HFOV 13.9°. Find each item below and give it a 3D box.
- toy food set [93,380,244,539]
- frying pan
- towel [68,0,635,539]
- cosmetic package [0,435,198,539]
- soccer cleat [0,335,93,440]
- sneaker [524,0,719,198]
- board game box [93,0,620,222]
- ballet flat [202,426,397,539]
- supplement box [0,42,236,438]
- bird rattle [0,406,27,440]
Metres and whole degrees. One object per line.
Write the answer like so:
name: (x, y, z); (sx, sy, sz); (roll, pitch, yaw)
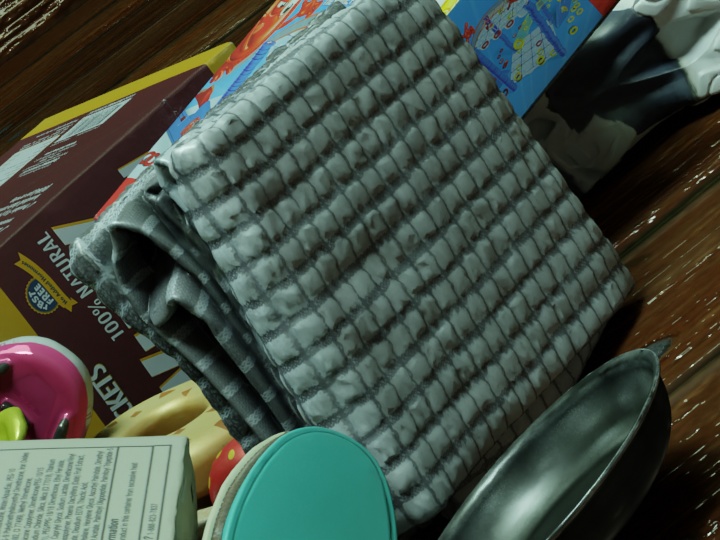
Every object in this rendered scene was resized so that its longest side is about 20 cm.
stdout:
toy food set: (-0.019, 0.041, 1.241); (0.198, 0.049, 0.200); (-44, 15, -31)
frying pan: (0.035, 0.101, 0.938); (0.190, 0.031, 0.115); (-49, 9, -3)
towel: (0.000, 0.000, 1.071); (0.085, 0.166, 0.200); (-27, 11, 37)
cosmetic package: (-0.153, 0.115, 0.941); (0.199, 0.088, 0.103); (-1, 27, 3)
soccer cleat: (-0.176, 0.094, 1.312); (0.200, 0.070, 0.086); (-52, 0, 27)
sneaker: (0.092, -0.090, 1.353); (0.199, 0.080, 0.130); (-36, 11, 7)
board game box: (-0.003, -0.072, 1.260); (0.196, 0.056, 0.200); (-51, 21, -13)
ballet flat: (-0.028, 0.127, 0.904); (0.069, 0.070, 0.200); (-30, 26, 22)
supplement box: (-0.137, 0.017, 1.432); (0.200, 0.133, 0.197); (-44, 16, -32)
bird rattle: (-0.190, 0.129, 1.172); (0.200, 0.113, 0.163); (-39, -2, -28)
